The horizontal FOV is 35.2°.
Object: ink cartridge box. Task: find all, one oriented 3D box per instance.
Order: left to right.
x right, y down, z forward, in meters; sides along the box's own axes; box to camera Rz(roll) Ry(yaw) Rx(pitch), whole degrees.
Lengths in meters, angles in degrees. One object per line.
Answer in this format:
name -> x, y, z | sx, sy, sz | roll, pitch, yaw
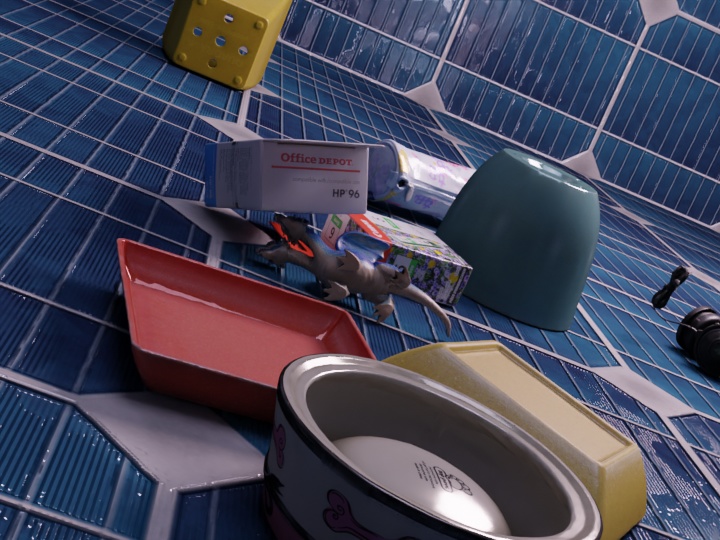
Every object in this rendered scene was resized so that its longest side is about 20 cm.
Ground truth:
ink cartridge box -> -0.068, -0.091, 1.111 | 0.114, 0.069, 0.199 | 0, 4, -27
ink cartridge box -> 0.011, -0.027, 1.207 | 0.197, 0.051, 0.109 | 17, 16, -30

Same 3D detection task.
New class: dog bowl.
dog bowl -> 0.032, 0.128, 0.643 | 0.197, 0.075, 0.200 | 23, 13, -6

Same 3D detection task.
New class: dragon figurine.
dragon figurine -> 0.000, 0.000, 1.076 | 0.197, 0.060, 0.100 | 17, 16, -23

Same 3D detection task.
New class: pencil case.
pencil case -> 0.095, -0.119, 1.575 | 0.198, 0.085, 0.090 | 13, 2, -40

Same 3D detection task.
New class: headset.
headset -> 0.463, 0.080, 1.474 | 0.198, 0.095, 0.124 | 33, 12, -13

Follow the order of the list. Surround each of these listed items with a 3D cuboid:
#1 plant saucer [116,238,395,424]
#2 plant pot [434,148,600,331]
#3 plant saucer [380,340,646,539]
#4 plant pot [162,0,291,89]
plant saucer -> -0.079, 0.054, 0.803 | 0.197, 0.037, 0.200 | 18, 16, -21
plant pot -> 0.194, -0.048, 1.358 | 0.198, 0.163, 0.201 | 22, 14, -6
plant saucer -> 0.121, 0.111, 0.822 | 0.199, 0.049, 0.199 | 37, 11, 21
plant pot -> -0.237, -0.429, 1.987 | 0.197, 0.202, 0.177 | 21, 25, -12
